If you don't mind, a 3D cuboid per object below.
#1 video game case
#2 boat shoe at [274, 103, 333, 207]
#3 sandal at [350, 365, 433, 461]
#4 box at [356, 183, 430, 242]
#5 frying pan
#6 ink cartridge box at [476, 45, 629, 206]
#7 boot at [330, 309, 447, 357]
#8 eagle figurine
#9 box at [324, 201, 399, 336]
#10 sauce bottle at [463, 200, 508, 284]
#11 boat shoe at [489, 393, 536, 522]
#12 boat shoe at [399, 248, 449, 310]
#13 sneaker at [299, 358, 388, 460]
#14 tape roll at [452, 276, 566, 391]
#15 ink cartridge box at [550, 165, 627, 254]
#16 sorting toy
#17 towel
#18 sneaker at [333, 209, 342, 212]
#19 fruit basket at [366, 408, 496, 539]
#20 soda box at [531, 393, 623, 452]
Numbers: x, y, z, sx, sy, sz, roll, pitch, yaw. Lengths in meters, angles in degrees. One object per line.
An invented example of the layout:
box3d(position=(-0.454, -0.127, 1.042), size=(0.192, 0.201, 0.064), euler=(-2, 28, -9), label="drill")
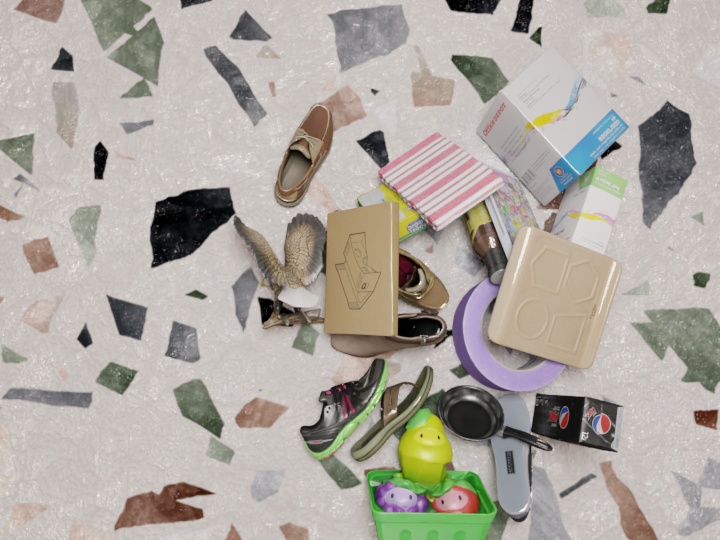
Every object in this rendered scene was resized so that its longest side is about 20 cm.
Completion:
box3d(position=(0.271, -0.090, 0.997), size=(0.141, 0.018, 0.205), euler=(10, 56, -44), label="video game case")
box3d(position=(-0.099, -0.215, 1.037), size=(0.074, 0.072, 0.206), euler=(19, 79, 0), label="boat shoe")
box3d(position=(0.051, 0.233, 0.960), size=(0.200, 0.080, 0.058), euler=(-44, 89, -9), label="sandal")
box3d(position=(0.103, -0.130, 1.020), size=(0.196, 0.049, 0.118), euler=(-29, 45, -6), label="box")
box3d(position=(0.223, 0.249, 0.964), size=(0.184, 0.032, 0.116), euler=(8, 38, 6), label="frying pan")
box3d(position=(0.340, -0.259, 1.034), size=(0.144, 0.147, 0.201), euler=(-40, 84, -13), label="ink cartridge box")
box3d(position=(0.047, 0.102, 0.951), size=(0.193, 0.146, 0.073), euler=(-8, 81, -5), label="boot")
box3d(position=(-0.134, -0.007, 0.972), size=(0.146, 0.151, 0.207), euler=(-7, 85, 16), label="eagle figurine")
box3d(position=(0.000, 0.000, 0.922), size=(0.021, 0.161, 0.207), euler=(6, 83, -42), label="box")
box3d(position=(0.220, -0.070, 0.996), size=(0.062, 0.066, 0.204), euler=(-4, 52, -4), label="sauce bottle")
box3d(position=(0.262, 0.314, 0.963), size=(0.071, 0.069, 0.204), euler=(-12, 51, 17), label="boat shoe")
box3d(position=(0.086, 0.017, 0.971), size=(0.198, 0.066, 0.075), euler=(32, 92, -30), label="boat shoe")
box3d(position=(-0.025, 0.222, 0.961), size=(0.084, 0.077, 0.200), euler=(42, 78, 2), label="sneaker")
box3d(position=(0.264, 0.107, 0.997), size=(0.193, 0.085, 0.207), euler=(1, 79, -3), label="tape roll")
box3d(position=(0.391, -0.068, 1.019), size=(0.066, 0.117, 0.205), euler=(23, 79, -2), label="ink cartridge box")
box3d(position=(0.311, 0.046, 0.919), size=(0.194, 0.036, 0.191), euler=(17, 92, -15), label="sorting toy")
box3d(position=(0.133, -0.156, 0.981), size=(0.144, 0.030, 0.201), euler=(-33, 48, -9), label="towel")
box3d(position=(-0.024, -0.009, 1.004), size=(0.082, 0.075, 0.205), euler=(-22, 74, 6), label="sneaker")
box3d(position=(0.109, 0.341, 0.922), size=(0.208, 0.156, 0.223), euler=(0, 97, -3), label="fruit basket")
box3d(position=(0.342, 0.242, 0.917), size=(0.061, 0.200, 0.073), euler=(13, 79, 0), label="soda box")
